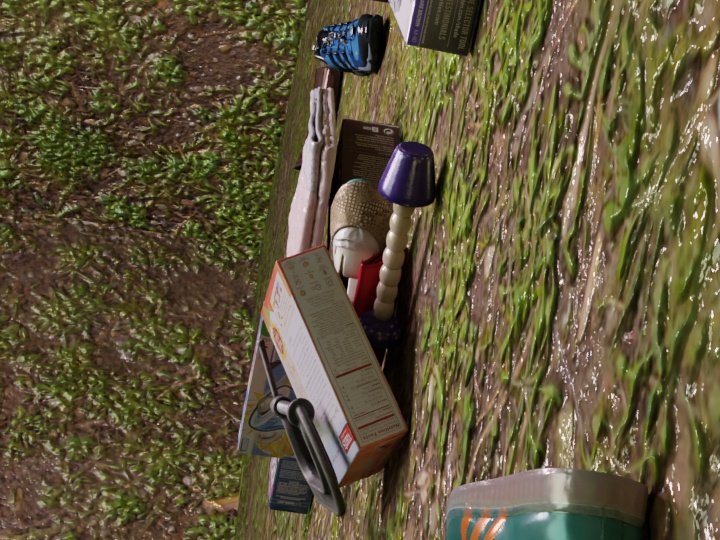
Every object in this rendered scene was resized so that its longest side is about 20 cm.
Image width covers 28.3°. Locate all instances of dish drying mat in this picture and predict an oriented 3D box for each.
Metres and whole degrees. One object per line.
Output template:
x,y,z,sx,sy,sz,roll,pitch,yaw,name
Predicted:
0.005,0.072,1.469,0.077,0.018,0.202,-28,-43,-51,dish drying mat

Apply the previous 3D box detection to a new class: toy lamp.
0.033,-0.025,1.364,0.058,0.057,0.202,-95,16,-62,toy lamp

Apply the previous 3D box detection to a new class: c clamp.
-0.062,0.161,1.410,0.200,0.027,0.173,-169,60,-76,c clamp

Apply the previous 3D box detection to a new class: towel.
-0.058,-0.092,1.646,0.201,0.032,0.193,-94,13,-64,towel

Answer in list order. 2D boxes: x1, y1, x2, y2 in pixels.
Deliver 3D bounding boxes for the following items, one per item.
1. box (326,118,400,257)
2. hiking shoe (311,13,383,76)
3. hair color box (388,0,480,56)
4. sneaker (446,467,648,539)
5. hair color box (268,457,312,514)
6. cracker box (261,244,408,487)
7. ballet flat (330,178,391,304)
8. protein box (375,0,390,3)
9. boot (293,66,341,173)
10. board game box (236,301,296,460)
0.003,-0.065,1.591,0.201,0.074,0.101,-91,12,-45,box
-0.019,-0.310,1.977,0.200,0.086,0.075,145,133,-80,hiking shoe
0.072,-0.281,1.334,0.200,0.064,0.111,-104,24,-68,hair color box
0.083,0.151,0.714,0.200,0.070,0.081,125,157,-71,sneaker
-0.084,0.228,1.982,0.100,0.060,0.202,-94,15,-59,hair color box
-0.028,0.095,1.380,0.134,0.057,0.202,115,134,-64,cracker box
0.000,0.000,1.465,0.066,0.070,0.202,-73,-16,-45,ballet flat
0.029,-0.401,1.517,0.200,0.133,0.201,-103,22,-69,protein box
-0.064,-0.262,2.418,0.186,0.063,0.203,-172,94,-81,boot
-0.060,0.132,1.607,0.035,0.134,0.202,-90,11,-54,board game box
